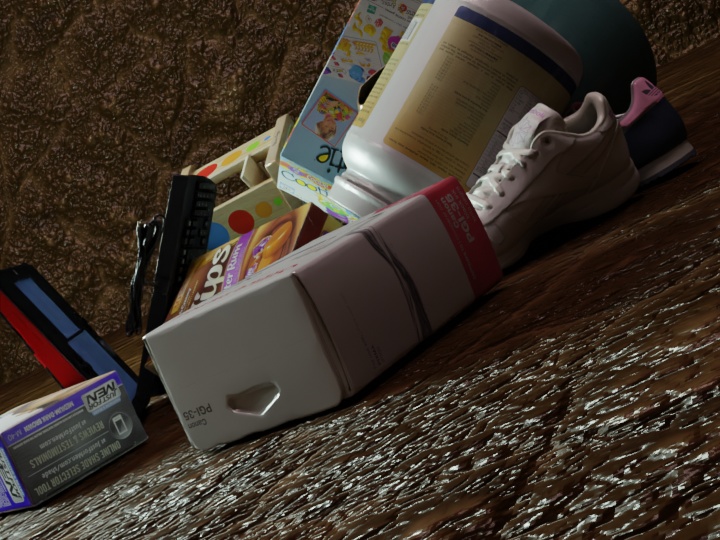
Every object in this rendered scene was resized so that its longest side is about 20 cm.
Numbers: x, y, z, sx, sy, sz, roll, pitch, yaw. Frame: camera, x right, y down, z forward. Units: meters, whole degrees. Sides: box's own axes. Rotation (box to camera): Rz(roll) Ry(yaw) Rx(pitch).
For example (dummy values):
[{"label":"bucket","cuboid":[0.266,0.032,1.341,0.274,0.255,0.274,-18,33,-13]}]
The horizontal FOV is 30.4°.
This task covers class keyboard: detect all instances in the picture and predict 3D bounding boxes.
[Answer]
[{"label":"keyboard","cuboid":[-0.171,0.014,1.190,0.020,0.203,0.127,11,5,22]}]

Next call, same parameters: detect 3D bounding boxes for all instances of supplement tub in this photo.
[{"label":"supplement tub","cuboid":[0.073,-0.114,1.067,0.202,0.143,0.144,-59,4,2]}]

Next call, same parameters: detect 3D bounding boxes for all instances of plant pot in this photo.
[{"label":"plant pot","cuboid":[0.168,-0.163,1.303,0.199,0.202,0.161,-21,22,49]}]

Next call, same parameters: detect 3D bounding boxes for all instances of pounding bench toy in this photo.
[{"label":"pounding bench toy","cuboid":[-0.119,-0.041,1.383,0.154,0.125,0.201,-25,25,16]}]

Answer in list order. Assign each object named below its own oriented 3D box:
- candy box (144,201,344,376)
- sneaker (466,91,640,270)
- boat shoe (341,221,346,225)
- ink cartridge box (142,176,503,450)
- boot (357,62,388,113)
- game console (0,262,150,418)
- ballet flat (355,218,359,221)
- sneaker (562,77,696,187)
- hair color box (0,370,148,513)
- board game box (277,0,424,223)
[{"label":"candy box","cuboid":[-0.095,0.028,1.110,0.199,0.056,0.118,-23,39,52]},{"label":"sneaker","cuboid":[0.113,-0.064,0.983,0.198,0.101,0.075,-29,27,-18]},{"label":"boat shoe","cuboid":[-0.068,0.008,1.472,0.199,0.072,0.064,-38,12,-13]},{"label":"ink cartridge box","cuboid":[-0.020,0.025,0.859,0.145,0.084,0.199,-22,6,37]},{"label":"boot","cuboid":[0.087,-0.170,1.164,0.198,0.076,0.074,-31,24,-12]},{"label":"game console","cuboid":[-0.256,0.065,1.176,0.031,0.178,0.200,-38,5,-2]},{"label":"ballet flat","cuboid":[0.027,-0.036,1.163,0.200,0.064,0.067,-45,-4,-15]},{"label":"sneaker","cuboid":[0.175,-0.092,1.093,0.198,0.083,0.070,-24,7,34]},{"label":"hair color box","cuboid":[-0.266,0.143,1.052,0.109,0.066,0.199,-29,7,-39]},{"label":"board game box","cuboid":[0.009,-0.158,1.275,0.202,0.104,0.103,-63,-1,-14]}]
